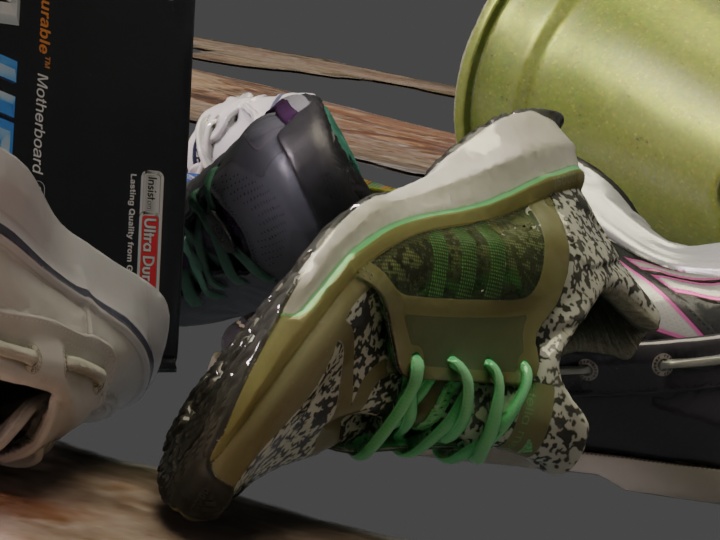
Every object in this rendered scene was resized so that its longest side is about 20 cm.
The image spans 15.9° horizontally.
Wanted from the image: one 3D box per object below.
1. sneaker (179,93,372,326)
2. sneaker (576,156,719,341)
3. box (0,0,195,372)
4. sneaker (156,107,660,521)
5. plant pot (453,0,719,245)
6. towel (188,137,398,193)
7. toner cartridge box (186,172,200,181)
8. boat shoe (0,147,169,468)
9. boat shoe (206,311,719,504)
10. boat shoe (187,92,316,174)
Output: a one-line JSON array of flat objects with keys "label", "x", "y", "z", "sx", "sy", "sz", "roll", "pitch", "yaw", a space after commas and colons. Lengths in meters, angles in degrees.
[{"label": "sneaker", "x": -0.043, "y": -0.005, "z": 0.878, "sx": 0.087, "sy": 0.075, "sz": 0.200, "roll": -25, "pitch": -2, "yaw": -8}, {"label": "sneaker", "x": 0.097, "y": 0.031, "z": 0.880, "sx": 0.200, "sy": 0.081, "sz": 0.086, "roll": 23, "pitch": 45, "yaw": 29}, {"label": "box", "x": -0.129, "y": -0.071, "z": 0.796, "sx": 0.159, "sy": 0.201, "sz": 0.046, "roll": 5, "pitch": -3, "yaw": -35}, {"label": "sneaker", "x": 0.025, "y": 0.024, "z": 0.711, "sx": 0.089, "sy": 0.077, "sz": 0.200, "roll": 44, "pitch": 43, "yaw": 9}, {"label": "plant pot", "x": 0.187, "y": -0.086, "z": 1.466, "sx": 0.200, "sy": 0.201, "sz": 0.184, "roll": 2, "pitch": 21, "yaw": -44}, {"label": "towel", "x": -0.052, "y": -0.061, "z": 1.532, "sx": 0.086, "sy": 0.018, "sz": 0.200, "roll": 5, "pitch": 8, "yaw": -36}, {"label": "toner cartridge box", "x": 0.000, "y": 0.000, "z": 1.038, "sx": 0.095, "sy": 0.043, "sz": 0.200, "roll": 6, "pitch": 8, "yaw": -36}, {"label": "boat shoe", "x": -0.098, "y": 0.020, "z": 0.674, "sx": 0.072, "sy": 0.066, "sz": 0.200, "roll": 7, "pitch": -14, "yaw": 6}, {"label": "boat shoe", "x": 0.052, "y": 0.027, "z": 0.817, "sx": 0.199, "sy": 0.063, "sz": 0.073, "roll": 9, "pitch": 10, "yaw": 7}, {"label": "boat shoe", "x": -0.057, "y": -0.055, "z": 1.322, "sx": 0.065, "sy": 0.074, "sz": 0.200, "roll": 4, "pitch": -2, "yaw": -3}]
